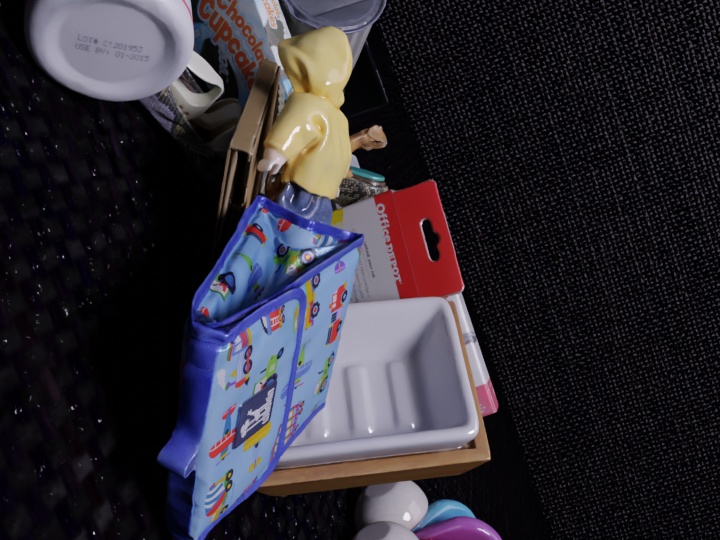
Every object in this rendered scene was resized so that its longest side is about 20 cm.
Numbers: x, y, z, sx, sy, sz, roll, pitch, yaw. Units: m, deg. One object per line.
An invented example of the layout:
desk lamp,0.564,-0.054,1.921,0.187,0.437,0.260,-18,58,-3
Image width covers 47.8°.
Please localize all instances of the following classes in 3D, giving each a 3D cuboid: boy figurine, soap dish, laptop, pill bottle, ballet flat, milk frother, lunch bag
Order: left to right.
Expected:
pill bottle,-0.177,-0.229,0.569,0.109,0.106,0.204,50,24,-58
ballet flat,-0.138,-0.134,0.698,0.201,0.070,0.074,54,21,-55
lunch bag,-0.080,0.064,0.532,0.200,0.092,0.154,-54,160,-61
milk frother,-0.076,-0.292,0.867,0.184,0.196,0.188,-67,-173,-24
ballet flat,-0.068,-0.100,0.863,0.077,0.196,0.068,-66,173,14
boy figurine,-0.046,-0.093,0.650,0.124,0.063,0.206,-6,101,-66
laptop,-0.047,-0.326,1.214,0.201,0.113,0.191,-95,164,-73
soap dish,-0.001,0.108,0.696,0.082,0.194,0.160,92,-9,-50

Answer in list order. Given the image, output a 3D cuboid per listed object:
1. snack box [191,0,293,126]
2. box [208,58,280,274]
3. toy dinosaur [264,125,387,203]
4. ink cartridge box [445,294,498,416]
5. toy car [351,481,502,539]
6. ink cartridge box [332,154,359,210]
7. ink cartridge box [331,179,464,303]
snack box,-0.115,-0.203,0.786,0.037,0.115,0.205,-25,97,-49
box,-0.099,-0.067,0.687,0.202,0.021,0.167,-89,-168,-59
toy dinosaur,-0.061,-0.077,0.756,0.061,0.200,0.106,47,-21,-7
ink cartridge box,0.109,0.131,1.226,0.083,0.143,0.205,-14,85,-78
toy car,0.076,0.307,0.818,0.200,0.147,0.179,-65,135,-72
ink cartridge box,-0.042,-0.071,0.994,0.200,0.081,0.150,-7,79,-76
ink cartridge box,0.000,0.000,0.801,0.067,0.195,0.119,25,49,-73
